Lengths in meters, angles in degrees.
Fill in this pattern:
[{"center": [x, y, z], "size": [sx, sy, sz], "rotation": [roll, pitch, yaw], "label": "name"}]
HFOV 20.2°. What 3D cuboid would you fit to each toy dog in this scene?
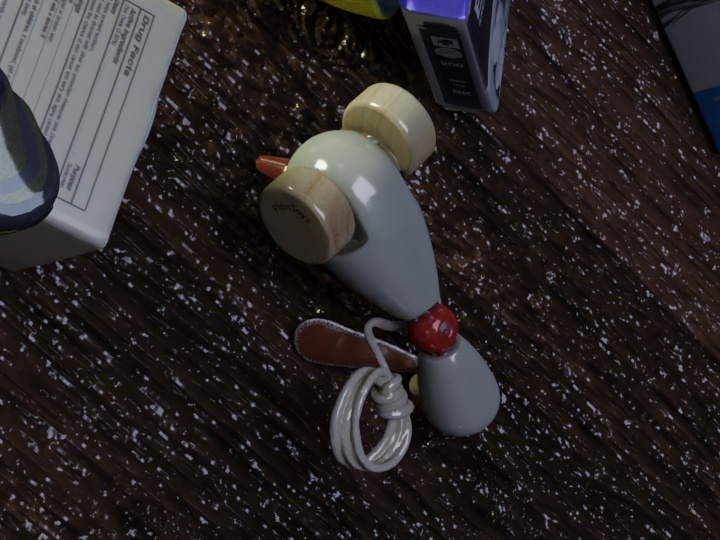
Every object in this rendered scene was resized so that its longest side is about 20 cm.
[{"center": [0.000, 0.000, 1.081], "size": [0.132, 0.096, 0.200], "rotation": [-20, 109, -38], "label": "toy dog"}]

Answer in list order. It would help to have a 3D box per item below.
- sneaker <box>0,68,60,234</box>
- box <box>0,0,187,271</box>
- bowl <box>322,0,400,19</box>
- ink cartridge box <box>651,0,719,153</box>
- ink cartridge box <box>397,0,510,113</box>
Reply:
[{"center": [-0.187, -0.100, 0.824], "size": [0.074, 0.081, 0.200], "rotation": [-43, 108, -29], "label": "sneaker"}, {"center": [-0.202, -0.099, 0.929], "size": [0.200, 0.109, 0.128], "rotation": [28, 68, -28], "label": "box"}, {"center": [-0.025, -0.237, 1.058], "size": [0.108, 0.200, 0.200], "rotation": [8, 74, 11], "label": "bowl"}, {"center": [0.256, -0.195, 1.272], "size": [0.146, 0.086, 0.200], "rotation": [-32, 103, -33], "label": "ink cartridge box"}, {"center": [0.056, -0.210, 1.087], "size": [0.043, 0.200, 0.198], "rotation": [5, 77, 12], "label": "ink cartridge box"}]
